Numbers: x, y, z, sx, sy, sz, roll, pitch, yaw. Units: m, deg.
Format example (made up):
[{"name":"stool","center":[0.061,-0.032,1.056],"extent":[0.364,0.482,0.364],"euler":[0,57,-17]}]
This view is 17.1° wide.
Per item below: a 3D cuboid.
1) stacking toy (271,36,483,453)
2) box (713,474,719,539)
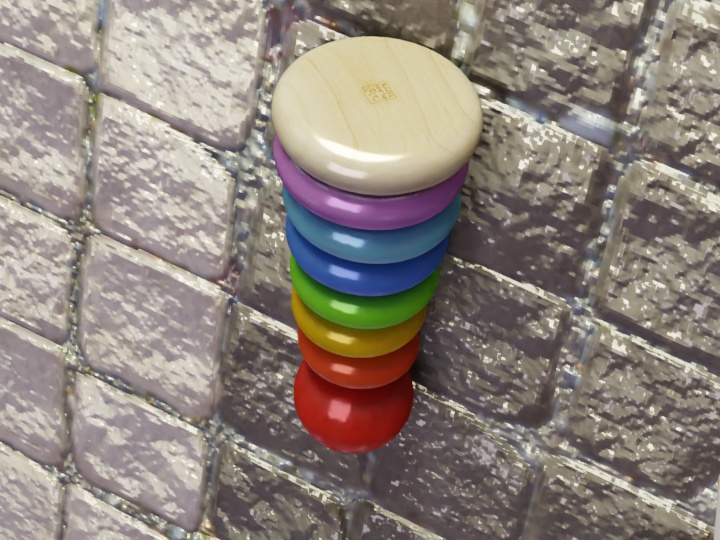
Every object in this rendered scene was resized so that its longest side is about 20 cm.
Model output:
[{"name":"stacking toy","center":[0.000,0.000,1.022],"extent":[0.085,0.085,0.200],"euler":[24,138,17]},{"name":"box","center":[0.207,0.153,1.014],"extent":[0.119,0.041,0.201],"euler":[17,132,24]}]
